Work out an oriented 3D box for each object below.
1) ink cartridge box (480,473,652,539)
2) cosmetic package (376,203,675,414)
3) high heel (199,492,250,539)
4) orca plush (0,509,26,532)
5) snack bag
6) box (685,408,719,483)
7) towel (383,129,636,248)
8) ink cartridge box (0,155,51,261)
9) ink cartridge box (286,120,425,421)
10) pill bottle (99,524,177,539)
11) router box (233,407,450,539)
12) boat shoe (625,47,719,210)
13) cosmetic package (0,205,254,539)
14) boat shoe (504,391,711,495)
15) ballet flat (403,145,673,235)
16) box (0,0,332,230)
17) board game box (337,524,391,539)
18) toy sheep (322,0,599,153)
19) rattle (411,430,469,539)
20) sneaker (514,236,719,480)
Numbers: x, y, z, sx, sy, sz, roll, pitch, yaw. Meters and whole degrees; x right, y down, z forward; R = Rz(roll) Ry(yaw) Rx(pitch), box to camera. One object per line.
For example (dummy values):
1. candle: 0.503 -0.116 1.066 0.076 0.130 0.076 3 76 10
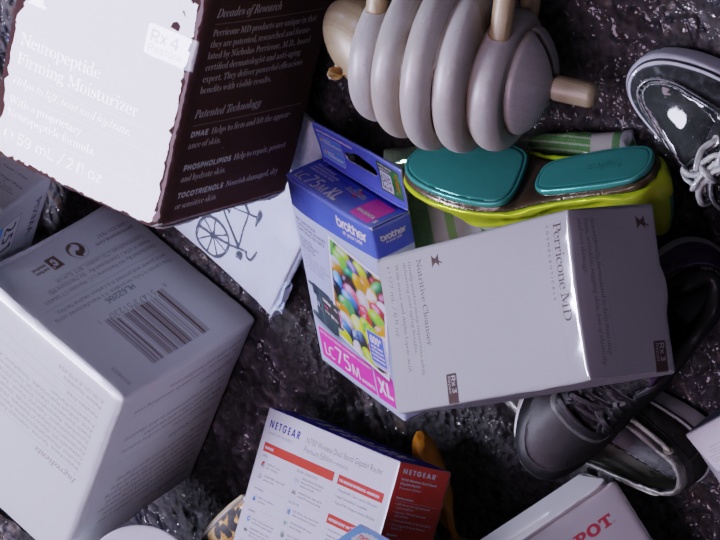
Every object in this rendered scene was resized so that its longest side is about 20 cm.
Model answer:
1. ink cartridge box: 0.162 0.265 1.580 0.200 0.147 0.086 59 170 -4
2. cosmetic package: 0.106 0.028 1.453 0.200 0.081 0.113 -18 78 53
3. high heel: -0.072 0.270 1.837 0.143 0.071 0.200 48 149 19
4. orca plush: -0.342 0.163 2.011 0.105 0.071 0.200 -21 97 43
5. snack bag: -0.099 -0.089 1.724 0.200 0.021 0.189 42 132 16
6. box: 0.332 0.156 1.478 0.156 0.041 0.200 -37 85 44
7. towel: 0.115 -0.021 1.565 0.200 0.023 0.153 -4 105 36
8. ink cartridge box: -0.292 -0.019 1.818 0.045 0.176 0.200 31 129 8
9. ink cartridge box: 0.000 0.000 1.629 0.119 0.042 0.200 34 140 49
10. pill bottle: -0.186 0.284 1.848 0.120 0.120 0.200 44 158 14
11. router box: -0.026 0.213 1.692 0.200 0.049 0.180 17 92 58
12. boat shoe: 0.241 -0.066 1.423 0.199 0.068 0.074 45 132 13
13. cosmetic package: -0.221 0.090 1.810 0.166 0.167 0.200 38 130 17
14. boat shoe: 0.156 0.098 1.577 0.200 0.064 0.071 24 124 30
15. ballet flat: 0.121 -0.047 1.503 0.200 0.067 0.067 2 136 34
16. box: -0.139 -0.161 1.596 0.166 0.164 0.201 25 113 26
17. board game box: 0.063 0.283 1.551 0.151 0.037 0.200 19 139 60
18. toy sheep: 0.064 -0.143 1.492 0.200 0.138 0.138 18 122 25
19. rattle: 0.008 0.242 1.703 0.200 0.130 0.143 -32 106 28
20. sneaker: 0.168 0.064 1.479 0.076 0.088 0.200 37 106 -2
